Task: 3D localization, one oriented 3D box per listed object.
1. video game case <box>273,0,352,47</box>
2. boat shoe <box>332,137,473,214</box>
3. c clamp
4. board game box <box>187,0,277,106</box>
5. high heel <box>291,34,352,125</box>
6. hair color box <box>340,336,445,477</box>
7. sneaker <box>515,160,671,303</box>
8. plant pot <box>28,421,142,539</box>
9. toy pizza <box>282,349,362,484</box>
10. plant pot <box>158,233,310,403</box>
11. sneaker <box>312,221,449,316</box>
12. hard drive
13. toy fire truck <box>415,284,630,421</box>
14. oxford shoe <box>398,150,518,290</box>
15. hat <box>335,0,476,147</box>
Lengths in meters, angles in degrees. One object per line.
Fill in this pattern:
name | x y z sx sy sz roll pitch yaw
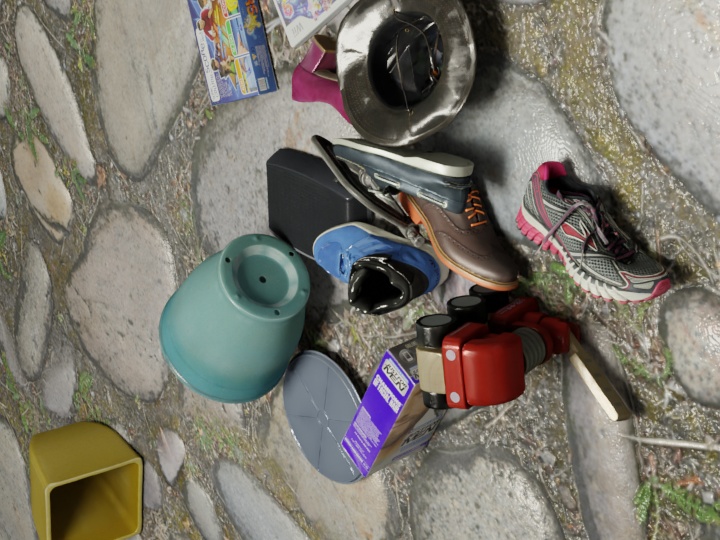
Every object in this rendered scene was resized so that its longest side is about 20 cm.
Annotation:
video game case | -0.085 -0.406 1.611 0.143 0.018 0.203 -27 83 54
boat shoe | 0.045 -0.112 1.449 0.198 0.074 0.063 17 109 34
c clamp | 0.018 -0.092 1.536 0.027 0.170 0.201 -51 44 15
board game box | -0.186 -0.338 1.760 0.134 0.034 0.203 0 105 54
high heel | -0.028 -0.201 1.577 0.201 0.067 0.097 52 130 33
hair color box | 0.058 0.166 1.597 0.065 0.108 0.201 49 139 26
sneaker | 0.236 -0.036 1.297 0.200 0.080 0.076 41 133 36
plant pot | -0.552 0.406 2.455 0.200 0.193 0.197 42 135 43
toy pizza | -0.043 0.208 1.817 0.199 0.031 0.203 27 126 43
plant pot | -0.160 0.054 1.756 0.202 0.198 0.188 59 144 15
sneaker | 0.000 -0.001 1.563 0.198 0.111 0.078 14 119 33
hard drive | -0.060 -0.079 1.702 0.199 0.042 0.137 26 125 45
toy fire truck | 0.181 0.103 1.368 0.198 0.175 0.131 5 110 36
oxford shoe | 0.117 -0.057 1.457 0.200 0.070 0.073 48 133 30
hat | 0.066 -0.236 1.429 0.198 0.080 0.204 6 99 39
